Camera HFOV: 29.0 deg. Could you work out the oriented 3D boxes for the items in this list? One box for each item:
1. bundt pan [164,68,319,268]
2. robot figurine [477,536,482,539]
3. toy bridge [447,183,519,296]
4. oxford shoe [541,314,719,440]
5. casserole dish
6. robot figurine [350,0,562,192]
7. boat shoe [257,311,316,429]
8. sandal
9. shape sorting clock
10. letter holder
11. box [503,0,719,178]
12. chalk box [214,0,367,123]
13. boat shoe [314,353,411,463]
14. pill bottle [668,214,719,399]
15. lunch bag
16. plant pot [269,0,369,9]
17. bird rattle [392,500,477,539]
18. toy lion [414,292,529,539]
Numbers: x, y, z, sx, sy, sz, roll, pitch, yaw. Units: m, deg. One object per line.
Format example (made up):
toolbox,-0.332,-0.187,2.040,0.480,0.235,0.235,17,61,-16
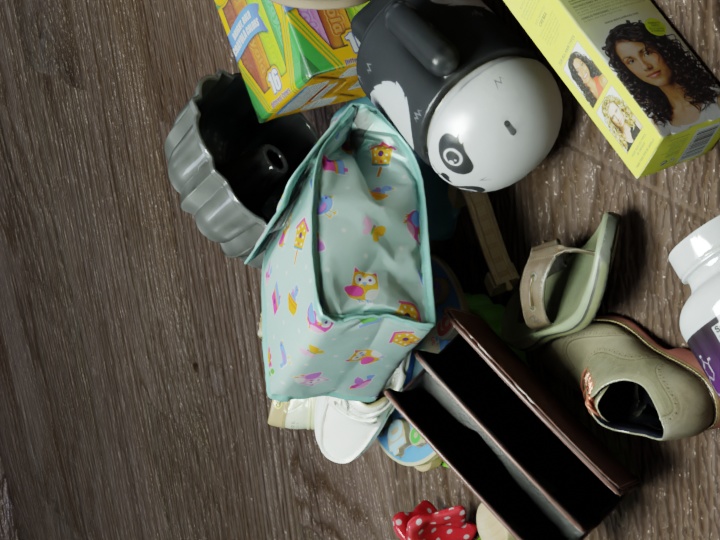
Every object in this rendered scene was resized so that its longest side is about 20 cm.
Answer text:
bundt pan,-0.104,-0.085,1.308,0.076,0.201,0.203,-35,73,30
robot figurine,0.153,0.326,1.274,0.200,0.115,0.176,-20,96,62
toy bridge,0.090,-0.073,1.209,0.067,0.027,0.201,88,160,-74
oxford shoe,0.197,0.083,1.092,0.200,0.074,0.071,15,120,59
casserole dish,0.025,-0.095,1.334,0.200,0.039,0.122,30,131,52
robot figurine,0.073,-0.151,1.119,0.200,0.150,0.125,51,133,33
boat shoe,-0.071,0.061,1.409,0.074,0.066,0.202,107,159,-77
sandal,0.150,0.014,1.120,0.201,0.057,0.080,132,158,-60
shape sorting clock,0.047,0.082,1.307,0.200,0.039,0.202,-178,90,-66
letter holder,0.116,0.136,1.130,0.200,0.101,0.142,46,-173,16
box,0.175,-0.163,0.988,0.201,0.075,0.050,57,151,23
chalk box,-0.056,-0.260,1.286,0.125,0.123,0.201,-32,78,61
boat shoe,0.002,0.105,1.258,0.069,0.070,0.201,-77,6,-59
pill bottle,0.280,0.058,0.890,0.201,0.112,0.113,62,151,17
lunch bag,-0.020,-0.015,1.131,0.170,0.121,0.201,125,143,-58
plant pot,-0.034,-0.275,1.153,0.201,0.200,0.093,36,134,47
bird rattle,0.069,0.339,1.402,0.112,0.163,0.201,14,130,37
toy lion,0.115,0.127,1.284,0.200,0.068,0.193,45,135,46
